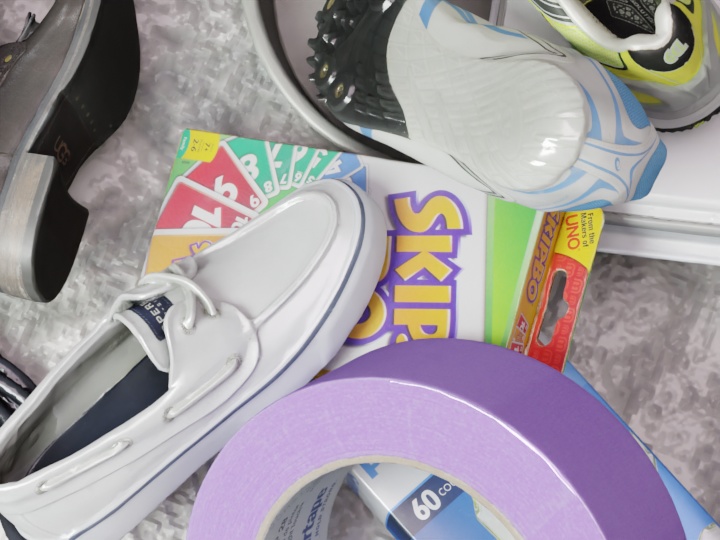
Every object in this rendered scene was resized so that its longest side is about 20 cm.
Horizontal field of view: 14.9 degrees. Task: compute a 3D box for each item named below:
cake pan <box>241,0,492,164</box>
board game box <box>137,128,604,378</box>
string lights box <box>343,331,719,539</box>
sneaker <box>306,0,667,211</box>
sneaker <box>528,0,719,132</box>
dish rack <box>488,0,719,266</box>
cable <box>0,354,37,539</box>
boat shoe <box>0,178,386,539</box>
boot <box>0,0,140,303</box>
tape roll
[{"bbox_3d":[0.046,-0.130,1.234,0.200,0.037,0.200,0,77,-1],"label":"cake pan"},{"bbox_3d":[0.000,0.000,1.164,0.200,0.030,0.096,10,78,26],"label":"board game box"},{"bbox_3d":[0.093,0.123,1.164,0.103,0.059,0.200,-41,80,-8],"label":"string lights box"},{"bbox_3d":[0.046,-0.072,1.135,0.200,0.072,0.072,34,97,49],"label":"sneaker"},{"bbox_3d":[0.084,-0.147,1.132,0.075,0.076,0.200,-42,70,0],"label":"sneaker"},{"bbox_3d":[0.147,-0.089,1.165,0.200,0.044,0.172,6,77,14],"label":"dish rack"},{"bbox_3d":[-0.203,0.097,1.169,0.163,0.051,0.200,2,76,-1],"label":"cable"},{"bbox_3d":[-0.072,0.033,1.124,0.200,0.065,0.074,-48,51,-4],"label":"boat shoe"},{"bbox_3d":[-0.197,-0.071,1.199,0.174,0.069,0.200,7,57,15],"label":"boot"},{"bbox_3d":[0.030,0.131,1.102,0.200,0.066,0.200,8,107,26],"label":"tape roll"}]
